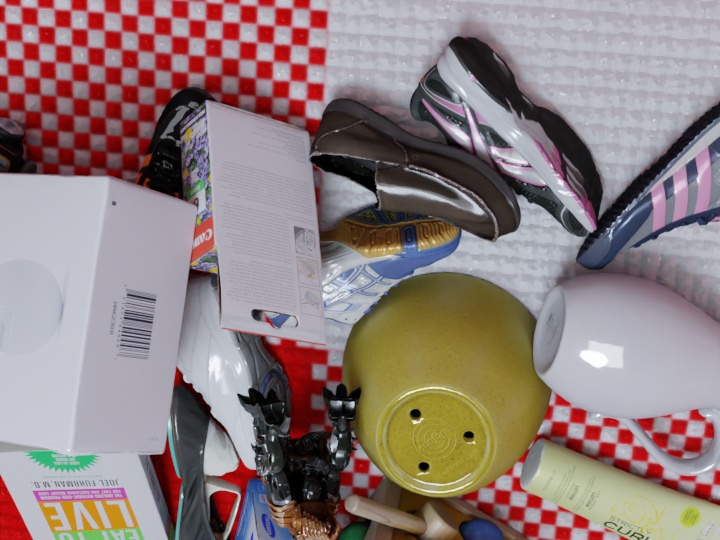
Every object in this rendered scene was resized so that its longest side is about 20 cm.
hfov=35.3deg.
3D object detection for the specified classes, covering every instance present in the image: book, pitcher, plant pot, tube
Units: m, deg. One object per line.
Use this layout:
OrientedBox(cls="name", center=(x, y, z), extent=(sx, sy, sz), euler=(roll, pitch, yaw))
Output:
OrientedBox(cls="book", center=(-0.257, 0.214, 1.083), extent=(0.132, 0.048, 0.201), euler=(-1, 138, 4))
OrientedBox(cls="pitcher", center=(0.249, 0.094, 0.986), extent=(0.198, 0.121, 0.173), euler=(13, 113, -8))
OrientedBox(cls="plant pot", center=(0.073, 0.119, 1.001), extent=(0.198, 0.142, 0.202), euler=(2, 108, 7))
OrientedBox(cls="tube", center=(0.249, 0.218, 1.059), extent=(0.199, 0.052, 0.058), euler=(24, 150, -5))

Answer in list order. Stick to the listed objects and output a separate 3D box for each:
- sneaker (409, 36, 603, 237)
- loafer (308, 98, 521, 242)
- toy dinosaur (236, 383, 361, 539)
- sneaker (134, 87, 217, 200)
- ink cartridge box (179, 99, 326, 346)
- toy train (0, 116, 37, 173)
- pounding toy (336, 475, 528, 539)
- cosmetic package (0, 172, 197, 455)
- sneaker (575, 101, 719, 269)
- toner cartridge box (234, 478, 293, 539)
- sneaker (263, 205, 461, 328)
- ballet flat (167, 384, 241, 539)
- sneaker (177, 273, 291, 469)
OrientedBox(cls="sneaker", center=(0.124, -0.104, 0.969), extent=(0.200, 0.080, 0.086), euler=(48, 128, -7))
OrientedBox(cls="loafer", center=(0.040, -0.071, 0.958), extent=(0.199, 0.072, 0.073), euler=(27, 154, 19))
OrientedBox(cls="toy dinosaur", center=(-0.043, 0.172, 0.956), extent=(0.101, 0.199, 0.137), euler=(-6, 106, -36))
OrientedBox(cls="sneaker", center=(-0.172, -0.061, 1.006), extent=(0.069, 0.090, 0.201), euler=(22, 110, 1))
OrientedBox(cls="ink cartridge box", center=(-0.090, -0.032, 0.939), extent=(0.050, 0.108, 0.202), euler=(-29, 58, 44))
OrientedBox(cls="toy train", center=(-0.370, -0.048, 1.026), extent=(0.085, 0.114, 0.201), euler=(34, 109, -3))
OrientedBox(cls="pounding toy", center=(0.054, 0.263, 1.027), extent=(0.199, 0.184, 0.143), euler=(30, 109, -2))
OrientedBox(cls="cosmetic package", center=(-0.252, 0.032, 0.891), extent=(0.198, 0.123, 0.201), euler=(5, 84, 26))
OrientedBox(cls="sneaker", center=(0.273, -0.056, 0.954), extent=(0.082, 0.070, 0.200), euler=(44, 110, -4))
OrientedBox(cls="toner cartridge box", center=(-0.104, 0.312, 1.101), extent=(0.043, 0.095, 0.201), euler=(8, 115, -16))
OrientedBox(cls="sneaker", center=(0.000, 0.000, 1.021), extent=(0.198, 0.076, 0.089), euler=(-13, 123, 14))
OrientedBox(cls="ballet flat", center=(-0.150, 0.198, 1.104), extent=(0.068, 0.068, 0.202), euler=(0, 118, -2))
OrientedBox(cls="sneaker", center=(-0.126, 0.094, 1.070), extent=(0.086, 0.074, 0.202), euler=(-10, 102, 27))
